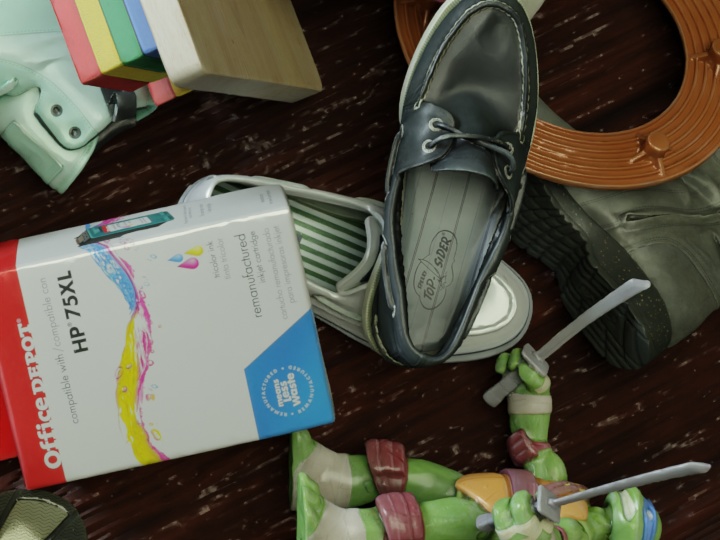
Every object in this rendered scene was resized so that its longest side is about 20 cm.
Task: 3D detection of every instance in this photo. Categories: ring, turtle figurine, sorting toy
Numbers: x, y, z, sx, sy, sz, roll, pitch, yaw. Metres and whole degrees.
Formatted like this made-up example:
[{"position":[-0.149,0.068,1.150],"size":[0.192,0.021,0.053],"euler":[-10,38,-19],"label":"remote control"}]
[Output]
[{"position":[0.115,-0.129,1.546],"size":[0.200,0.019,0.201],"euler":[9,56,-13],"label":"ring"},{"position":[0.063,0.089,1.478],"size":[0.193,0.200,0.144],"euler":[-1,59,-6],"label":"turtle figurine"},{"position":[-0.111,-0.175,1.464],"size":[0.069,0.199,0.201],"euler":[-22,85,15],"label":"sorting toy"}]

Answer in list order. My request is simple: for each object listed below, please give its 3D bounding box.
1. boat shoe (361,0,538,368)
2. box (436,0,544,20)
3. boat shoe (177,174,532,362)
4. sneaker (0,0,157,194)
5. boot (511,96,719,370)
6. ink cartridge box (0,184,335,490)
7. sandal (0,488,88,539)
[{"position":[0.048,-0.044,1.453],"size":[0.074,0.066,0.200],"euler":[18,97,-12],"label":"boat shoe"},{"position":[0.023,-0.225,1.452],"size":[0.199,0.128,0.109],"euler":[18,39,-23],"label":"box"},{"position":[0.000,0.000,1.519],"size":[0.199,0.067,0.074],"euler":[14,80,-11],"label":"boat shoe"},{"position":[-0.200,-0.086,1.478],"size":[0.200,0.074,0.118],"euler":[-24,82,-17],"label":"sneaker"},{"position":[0.141,-0.051,1.570],"size":[0.130,0.068,0.200],"euler":[-31,83,-30],"label":"boot"},{"position":[-0.122,0.037,1.453],"size":[0.199,0.067,0.117],"euler":[-13,104,-2],"label":"ink cartridge box"},{"position":[-0.195,0.203,1.455],"size":[0.080,0.057,0.202],"euler":[18,94,-9],"label":"sandal"}]
